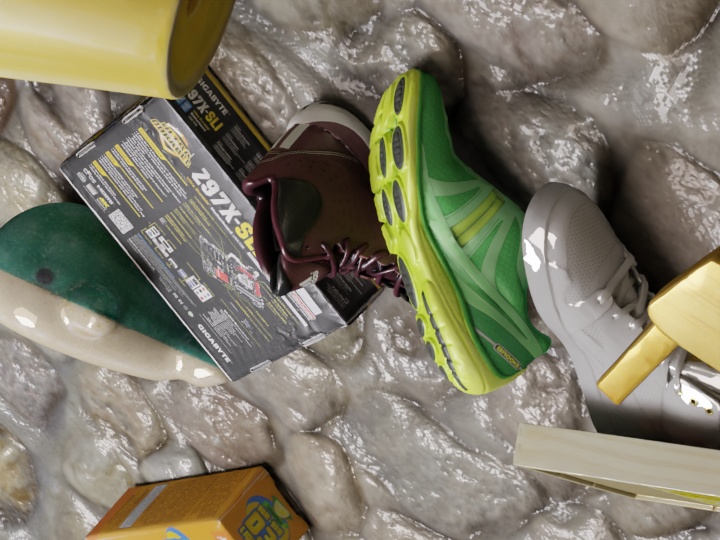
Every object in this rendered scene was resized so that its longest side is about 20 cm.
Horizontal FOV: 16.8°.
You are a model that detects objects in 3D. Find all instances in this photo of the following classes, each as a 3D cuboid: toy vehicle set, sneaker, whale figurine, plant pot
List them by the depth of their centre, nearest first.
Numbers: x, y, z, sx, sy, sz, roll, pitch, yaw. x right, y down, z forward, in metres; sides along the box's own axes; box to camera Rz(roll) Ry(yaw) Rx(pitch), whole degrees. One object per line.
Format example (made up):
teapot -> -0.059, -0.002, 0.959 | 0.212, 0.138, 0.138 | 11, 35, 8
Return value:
sneaker -> 0.173, 0.031, 1.416 | 0.115, 0.074, 0.200 | 10, 142, 39
toy vehicle set -> 0.206, 0.125, 1.444 | 0.200, 0.027, 0.124 | 5, 170, 44
plant pot -> -0.176, -0.193, 1.457 | 0.189, 0.201, 0.201 | 20, 140, 10
sneaker -> 0.061, -0.027, 1.474 | 0.074, 0.083, 0.200 | 7, 115, 70
sneaker -> 0.000, 0.000, 1.520 | 0.200, 0.116, 0.076 | 47, 146, -1
whale figurine -> -0.176, 0.019, 1.756 | 0.200, 0.104, 0.159 | 22, 177, 1

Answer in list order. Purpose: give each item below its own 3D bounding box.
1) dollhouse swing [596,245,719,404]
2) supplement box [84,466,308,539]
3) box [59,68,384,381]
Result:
dollhouse swing -> 0.244, 0.016, 1.204 | 0.182, 0.200, 0.176 | 34, 143, 17
supplement box -> -0.131, 0.206, 1.915 | 0.200, 0.069, 0.067 | -17, 115, 50
box -> -0.097, -0.030, 1.653 | 0.200, 0.049, 0.160 | 51, 143, -7
